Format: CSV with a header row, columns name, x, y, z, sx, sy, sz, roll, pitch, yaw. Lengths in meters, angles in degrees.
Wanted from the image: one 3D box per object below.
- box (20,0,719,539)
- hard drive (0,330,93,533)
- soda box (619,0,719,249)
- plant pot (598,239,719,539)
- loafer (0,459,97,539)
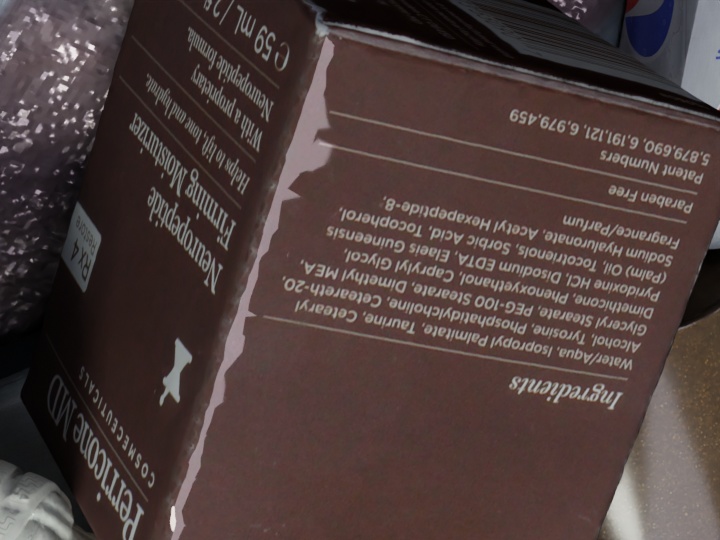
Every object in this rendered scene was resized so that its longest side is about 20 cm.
name,x,y,z,sx,sy,sz,roll,pitch,yaw
box,0.000,0.000,0.754,0.163,0.166,0.201,11,107,-27
hard drive,-0.168,0.104,0.896,0.199,0.033,0.140,-22,131,0
soda box,0.142,-0.105,0.813,0.068,0.064,0.201,-5,128,-14
plant pot,0.118,0.088,0.897,0.186,0.187,0.201,-15,120,-6
loafer,-0.127,0.118,0.785,0.070,0.070,0.200,21,164,14
